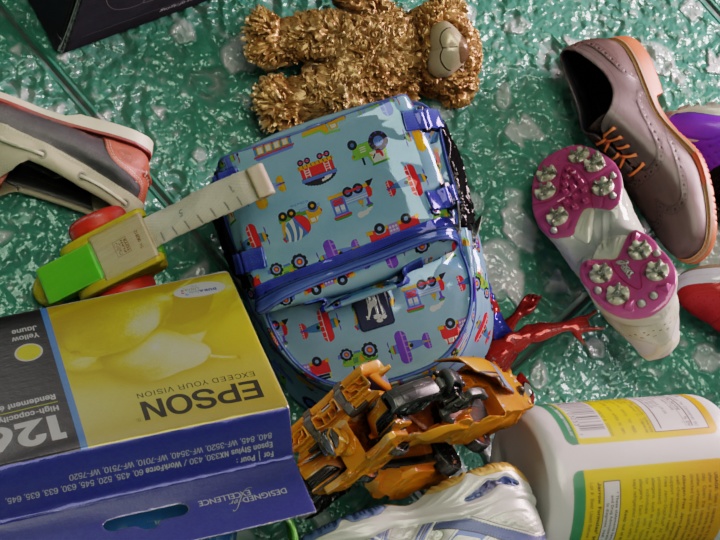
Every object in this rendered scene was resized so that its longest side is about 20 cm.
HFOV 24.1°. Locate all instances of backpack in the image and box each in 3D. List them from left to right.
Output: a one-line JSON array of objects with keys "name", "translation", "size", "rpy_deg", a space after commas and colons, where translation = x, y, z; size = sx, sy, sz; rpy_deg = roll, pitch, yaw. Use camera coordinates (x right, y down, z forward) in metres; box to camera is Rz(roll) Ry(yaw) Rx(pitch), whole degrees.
[{"name": "backpack", "translation": [0.000, 0.000, 1.166], "size": [0.182, 0.135, 0.201], "rpy_deg": [-15, 84, 2]}]

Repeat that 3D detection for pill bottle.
[{"name": "pill bottle", "translation": [0.203, 0.147, 1.208], "size": [0.199, 0.113, 0.113], "rpy_deg": [-3, 72, -20]}]

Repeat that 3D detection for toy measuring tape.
[{"name": "toy measuring tape", "translation": [-0.136, -0.023, 1.138], "size": [0.074, 0.199, 0.074], "rpy_deg": [51, 24, -34]}]

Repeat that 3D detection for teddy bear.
[{"name": "teddy bear", "translation": [0.005, -0.160, 1.277], "size": [0.199, 0.067, 0.146], "rpy_deg": [8, 71, -16]}]

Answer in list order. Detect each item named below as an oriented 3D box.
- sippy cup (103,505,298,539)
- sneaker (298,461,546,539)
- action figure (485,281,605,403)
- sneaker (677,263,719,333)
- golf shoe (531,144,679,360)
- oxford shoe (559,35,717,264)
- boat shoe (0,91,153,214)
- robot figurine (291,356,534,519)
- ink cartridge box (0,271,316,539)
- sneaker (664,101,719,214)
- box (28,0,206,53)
[{"name": "sippy cup", "translation": [-0.136, 0.195, 1.069], "size": [0.139, 0.177, 0.131], "rpy_deg": [6, 75, -61]}, {"name": "sneaker", "translation": [0.030, 0.201, 1.120], "size": [0.199, 0.075, 0.088], "rpy_deg": [-22, 69, -2]}, {"name": "action figure", "translation": [0.107, 0.005, 1.252], "size": [0.099, 0.065, 0.201], "rpy_deg": [-14, 76, -14]}, {"name": "sneaker", "translation": [0.327, 0.074, 1.301], "size": [0.199, 0.071, 0.113], "rpy_deg": [20, 62, -14]}, {"name": "golf shoe", "translation": [0.185, -0.013, 1.273], "size": [0.075, 0.092, 0.200], "rpy_deg": [-25, 44, 6]}, {"name": "oxford shoe", "translation": [0.211, -0.092, 1.316], "size": [0.072, 0.071, 0.201], "rpy_deg": [-5, 62, -38]}, {"name": "boat shoe", "translation": [-0.241, -0.080, 1.164], "size": [0.199, 0.071, 0.063], "rpy_deg": [13, 70, -19]}, {"name": "robot figurine", "translation": [0.026, 0.103, 1.098], "size": [0.200, 0.145, 0.058], "rpy_deg": [8, 44, -58]}, {"name": "ink cartridge box", "translation": [-0.148, 0.087, 1.024], "size": [0.197, 0.047, 0.200], "rpy_deg": [-11, 35, -16]}, {"name": "sneaker", "translation": [0.319, -0.057, 1.347], "size": [0.199, 0.070, 0.100], "rpy_deg": [25, 67, -8]}, {"name": "box", "translation": [-0.138, -0.275, 1.197], "size": [0.199, 0.197, 0.124], "rpy_deg": [-25, 79, -25]}]
